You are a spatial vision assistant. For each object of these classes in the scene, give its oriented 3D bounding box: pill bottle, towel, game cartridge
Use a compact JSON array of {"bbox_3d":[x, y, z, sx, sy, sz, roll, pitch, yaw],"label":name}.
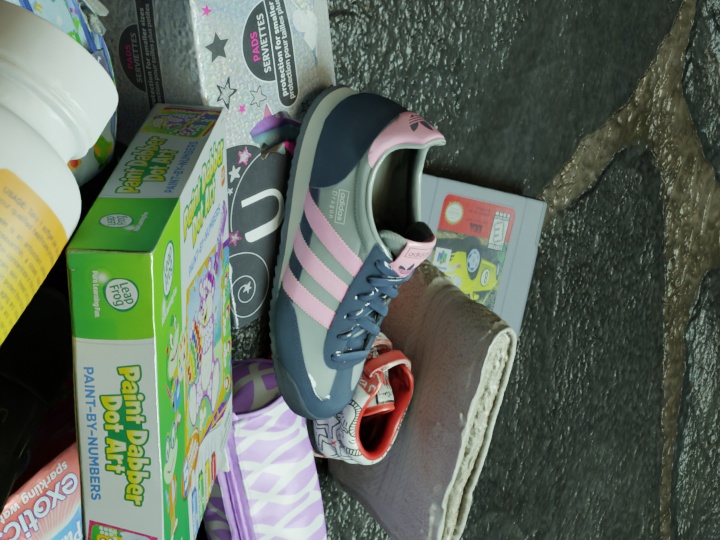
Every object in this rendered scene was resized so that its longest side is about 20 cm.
[{"bbox_3d":[-0.190,-0.015,0.744,0.200,0.111,0.111,-60,138,-20],"label":"pill bottle"},{"bbox_3d":[0.037,0.094,1.200,0.034,0.133,0.200,-7,122,-37],"label":"towel"},{"bbox_3d":[0.067,-0.002,1.315,0.200,0.041,0.133,8,99,-51],"label":"game cartridge"}]

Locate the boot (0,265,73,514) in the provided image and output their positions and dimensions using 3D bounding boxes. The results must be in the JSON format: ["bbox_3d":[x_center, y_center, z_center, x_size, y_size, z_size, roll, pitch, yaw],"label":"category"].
[{"bbox_3d":[-0.200,0.069,0.934,0.069,0.174,0.200,36,93,-10],"label":"boot"}]

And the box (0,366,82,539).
[{"bbox_3d":[-0.205,0.146,0.986,0.200,0.095,0.103,-40,130,-36],"label":"box"}]

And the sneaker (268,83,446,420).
[{"bbox_3d":[0.000,0.000,0.991,0.070,0.082,0.200,-17,119,-49],"label":"sneaker"}]

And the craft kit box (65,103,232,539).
[{"bbox_3d":[-0.102,0.040,0.882,0.200,0.048,0.198,-78,167,-65],"label":"craft kit box"}]

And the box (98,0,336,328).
[{"bbox_3d":[-0.093,-0.086,1.018,0.115,0.132,0.200,-31,124,-42],"label":"box"}]

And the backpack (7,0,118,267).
[{"bbox_3d":[-0.207,-0.114,0.873,0.154,0.163,0.200,-56,131,-35],"label":"backpack"}]

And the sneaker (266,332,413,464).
[{"bbox_3d":[-0.009,0.031,1.175,0.067,0.108,0.202,-3,103,-50],"label":"sneaker"}]

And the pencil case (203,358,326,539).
[{"bbox_3d":[-0.068,0.155,1.159,0.086,0.084,0.200,-79,160,-62],"label":"pencil case"}]
